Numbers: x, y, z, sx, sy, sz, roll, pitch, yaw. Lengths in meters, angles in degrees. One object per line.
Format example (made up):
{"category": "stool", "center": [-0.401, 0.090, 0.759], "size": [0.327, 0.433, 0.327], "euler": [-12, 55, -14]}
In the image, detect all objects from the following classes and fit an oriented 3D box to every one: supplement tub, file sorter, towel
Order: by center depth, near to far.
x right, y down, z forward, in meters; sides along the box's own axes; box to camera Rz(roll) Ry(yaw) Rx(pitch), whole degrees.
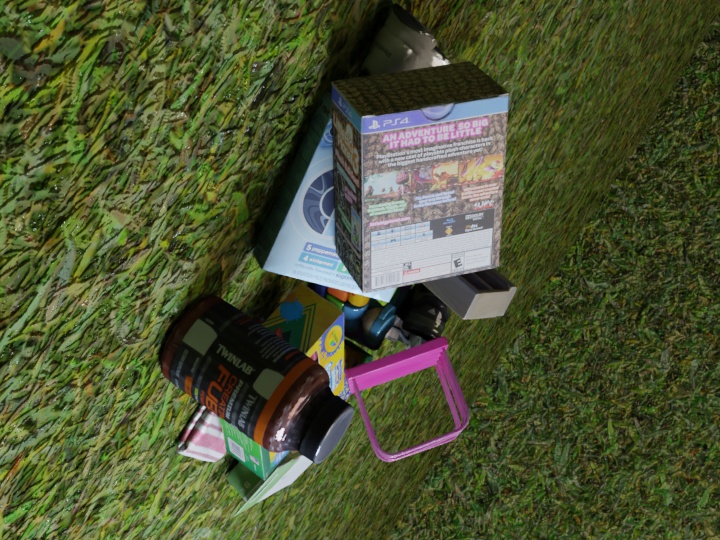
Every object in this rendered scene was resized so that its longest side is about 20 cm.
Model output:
{"category": "supplement tub", "center": [-0.106, 0.119, 1.238], "size": [0.107, 0.199, 0.107], "euler": [-51, 162, -24]}
{"category": "towel", "center": [-0.151, 0.155, 1.485], "size": [0.201, 0.030, 0.146], "euler": [-57, 164, -5]}
{"category": "file sorter", "center": [0.065, 0.182, 1.593], "size": [0.138, 0.126, 0.200], "euler": [-19, 169, -3]}

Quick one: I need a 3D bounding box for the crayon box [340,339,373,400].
{"category": "crayon box", "center": [-0.054, 0.157, 1.664], "size": [0.126, 0.051, 0.200], "euler": [-58, 164, 1]}

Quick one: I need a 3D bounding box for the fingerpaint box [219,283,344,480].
{"category": "fingerpaint box", "center": [-0.095, 0.141, 1.450], "size": [0.167, 0.073, 0.201], "euler": [-47, 159, -27]}

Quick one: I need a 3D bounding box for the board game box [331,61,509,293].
{"category": "board game box", "center": [0.059, -0.097, 1.222], "size": [0.158, 0.097, 0.202], "euler": [-10, 122, -17]}

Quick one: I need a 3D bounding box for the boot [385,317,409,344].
{"category": "boot", "center": [0.074, 0.024, 1.870], "size": [0.200, 0.069, 0.175], "euler": [16, 97, -81]}

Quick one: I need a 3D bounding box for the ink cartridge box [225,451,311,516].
{"category": "ink cartridge box", "center": [-0.126, 0.275, 1.688], "size": [0.104, 0.059, 0.200], "euler": [-47, 168, 17]}

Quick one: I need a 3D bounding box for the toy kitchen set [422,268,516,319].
{"category": "toy kitchen set", "center": [0.157, -0.077, 1.441], "size": [0.162, 0.180, 0.201], "euler": [-3, 126, -46]}

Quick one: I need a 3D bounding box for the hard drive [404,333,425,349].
{"category": "hard drive", "center": [0.109, 0.067, 1.920], "size": [0.200, 0.037, 0.141], "euler": [-175, -84, -87]}

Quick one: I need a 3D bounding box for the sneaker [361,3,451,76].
{"category": "sneaker", "center": [0.050, -0.232, 1.333], "size": [0.087, 0.075, 0.200], "euler": [-48, 159, 6]}

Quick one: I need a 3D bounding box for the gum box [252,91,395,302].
{"category": "gum box", "center": [-0.003, -0.076, 1.296], "size": [0.169, 0.045, 0.201], "euler": [14, 113, -29]}

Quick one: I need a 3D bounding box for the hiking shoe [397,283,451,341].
{"category": "hiking shoe", "center": [0.103, 0.040, 1.655], "size": [0.101, 0.075, 0.200], "euler": [-62, -174, 6]}

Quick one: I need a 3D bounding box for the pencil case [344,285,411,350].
{"category": "pencil case", "center": [0.032, 0.007, 1.646], "size": [0.201, 0.085, 0.092], "euler": [-63, -159, 9]}

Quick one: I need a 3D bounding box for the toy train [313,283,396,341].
{"category": "toy train", "center": [0.000, 0.000, 1.495], "size": [0.085, 0.115, 0.201], "euler": [-46, 161, -37]}
